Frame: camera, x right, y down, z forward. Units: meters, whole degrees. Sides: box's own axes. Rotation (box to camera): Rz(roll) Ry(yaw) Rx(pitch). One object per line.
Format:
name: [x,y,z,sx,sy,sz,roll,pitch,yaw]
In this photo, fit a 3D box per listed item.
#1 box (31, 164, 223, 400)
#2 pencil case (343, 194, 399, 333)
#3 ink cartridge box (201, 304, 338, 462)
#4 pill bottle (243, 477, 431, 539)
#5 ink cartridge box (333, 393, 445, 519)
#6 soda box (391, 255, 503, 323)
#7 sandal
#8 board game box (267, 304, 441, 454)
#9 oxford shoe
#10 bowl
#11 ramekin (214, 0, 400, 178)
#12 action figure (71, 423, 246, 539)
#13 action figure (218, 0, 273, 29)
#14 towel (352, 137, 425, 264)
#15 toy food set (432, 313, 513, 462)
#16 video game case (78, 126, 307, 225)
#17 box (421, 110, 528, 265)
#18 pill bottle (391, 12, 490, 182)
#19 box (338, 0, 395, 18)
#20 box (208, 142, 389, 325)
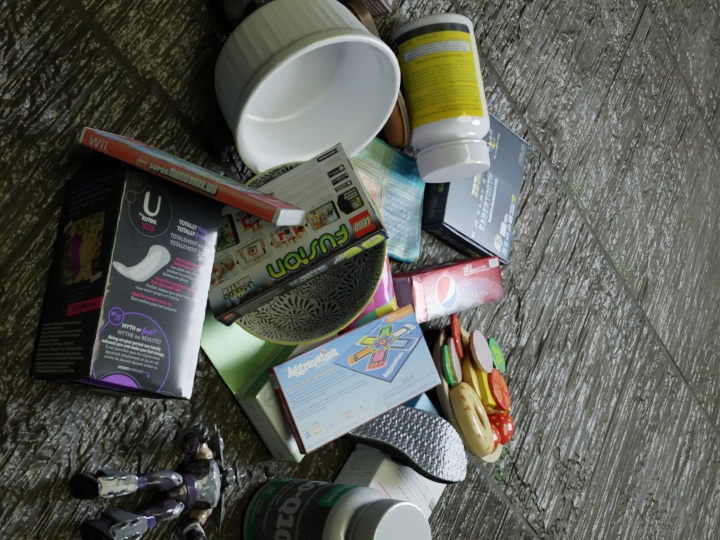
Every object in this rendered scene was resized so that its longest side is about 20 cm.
box: [-0.223,0.016,0.935,0.122,0.105,0.202,22,71,-45]
pencil case: [0.000,0.000,1.175,0.088,0.088,0.202,-34,117,-42]
ink cartridge box: [-0.092,0.097,1.108,0.146,0.048,0.201,-49,122,-37]
pill bottle: [-0.026,0.289,1.047,0.112,0.199,0.115,6,81,-45]
ink cartridge box: [0.039,0.266,1.212,0.116,0.067,0.201,55,51,-26]
soda box: [0.108,0.025,1.305,0.199,0.070,0.064,-11,95,-47]
sandal: [0.044,0.197,1.158,0.199,0.043,0.077,29,55,-17]
board game box: [-0.003,0.122,1.111,0.199,0.019,0.104,-22,92,-31]
oxford shoe: [0.006,-0.242,1.240,0.071,0.071,0.201,-30,113,-9]
bowl: [-0.059,-0.011,1.070,0.094,0.198,0.203,47,48,-72]
ramekin: [-0.064,-0.204,1.061,0.199,0.201,0.098,4,44,-46]
action figure: [-0.190,0.227,0.979,0.199,0.069,0.132,-4,84,-49]
action figure: [-0.134,-0.356,1.099,0.200,0.103,0.195,-67,143,-62]
towel: [0.015,-0.103,1.255,0.199,0.022,0.148,22,70,-43]
toy food set: [0.156,0.161,1.313,0.199,0.048,0.200,25,49,-57]
video game case: [-0.154,-0.088,0.930,0.143,0.198,0.018,-28,140,-83]
box: [0.167,-0.127,1.394,0.157,0.051,0.202,28,67,-40]
pill bottle: [0.110,-0.226,1.284,0.114,0.114,0.202,-1,79,-46]
box: [0.015,-0.434,1.251,0.100,0.074,0.202,37,63,-38]
box: [-0.082,-0.038,1.014,0.111,0.199,0.035,64,5,18]
